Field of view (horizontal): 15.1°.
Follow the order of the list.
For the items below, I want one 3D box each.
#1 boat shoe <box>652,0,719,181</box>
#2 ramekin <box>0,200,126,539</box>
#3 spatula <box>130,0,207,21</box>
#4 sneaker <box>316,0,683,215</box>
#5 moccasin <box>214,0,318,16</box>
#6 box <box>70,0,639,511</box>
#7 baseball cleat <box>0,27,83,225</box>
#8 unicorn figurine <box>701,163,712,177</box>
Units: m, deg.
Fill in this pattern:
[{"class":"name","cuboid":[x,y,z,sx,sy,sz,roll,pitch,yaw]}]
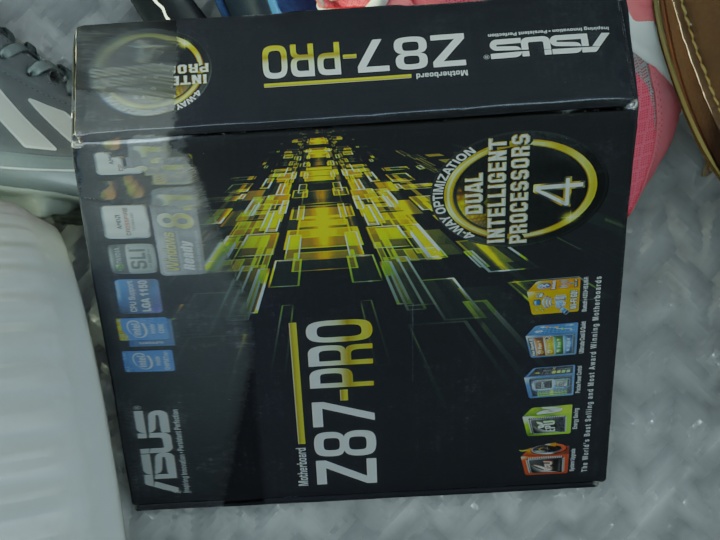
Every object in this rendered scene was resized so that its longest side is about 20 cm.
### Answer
[{"class":"boat shoe","cuboid":[0.149,-0.026,0.808,0.072,0.068,0.201,-26,79,4]},{"class":"ramekin","cuboid":[-0.133,0.071,0.830,0.105,0.200,0.201,-9,90,-12]},{"class":"spatula","cuboid":[-0.082,-0.107,0.886,0.057,0.021,0.200,-45,78,27]},{"class":"sneaker","cuboid":[0.025,-0.076,0.839,0.200,0.074,0.087,28,77,-27]},{"class":"moccasin","cuboid":[-0.037,-0.121,0.886,0.080,0.068,0.201,-14,95,-30]},{"class":"box","cuboid":[0.000,0.000,0.835,0.161,0.200,0.049,-1,53,0]},{"class":"baseball cleat","cuboid":[-0.124,-0.065,0.889,0.199,0.070,0.107,5,89,-3]},{"class":"unicorn figurine","cuboid":[0.143,-0.147,0.885,0.137,0.074,0.200,38,75,-34]}]
